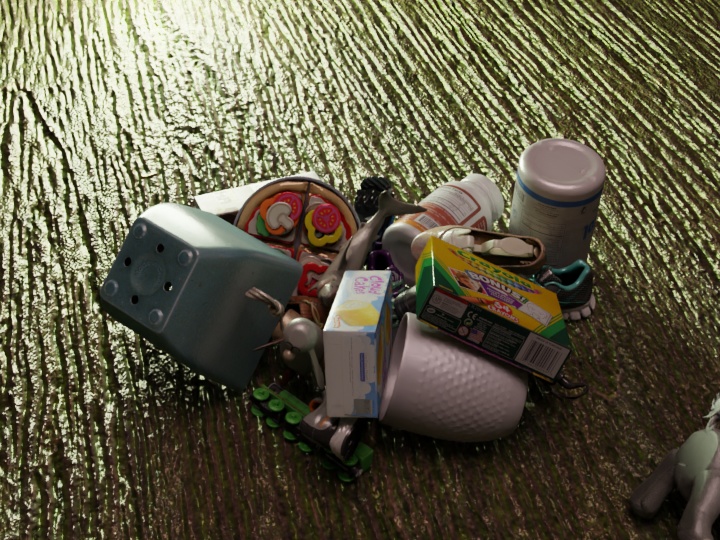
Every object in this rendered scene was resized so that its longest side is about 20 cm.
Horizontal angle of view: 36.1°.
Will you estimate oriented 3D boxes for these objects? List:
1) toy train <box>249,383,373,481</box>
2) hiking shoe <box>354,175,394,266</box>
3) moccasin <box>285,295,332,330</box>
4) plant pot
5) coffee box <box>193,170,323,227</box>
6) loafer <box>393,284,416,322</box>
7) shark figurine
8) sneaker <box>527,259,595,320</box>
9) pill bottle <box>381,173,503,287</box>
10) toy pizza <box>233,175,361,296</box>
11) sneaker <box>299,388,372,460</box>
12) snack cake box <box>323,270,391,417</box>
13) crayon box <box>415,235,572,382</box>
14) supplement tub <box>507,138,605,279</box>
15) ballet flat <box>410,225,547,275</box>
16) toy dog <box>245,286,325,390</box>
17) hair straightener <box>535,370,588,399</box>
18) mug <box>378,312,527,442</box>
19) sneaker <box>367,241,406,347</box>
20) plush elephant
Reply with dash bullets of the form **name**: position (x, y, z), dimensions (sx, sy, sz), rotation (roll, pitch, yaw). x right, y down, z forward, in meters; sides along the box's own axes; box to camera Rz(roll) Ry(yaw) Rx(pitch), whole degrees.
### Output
- **toy train**: position (-0.066, 0.208, 1.461), dimensions (0.198, 0.042, 0.056), rotation (32, 41, 28)
- **hiking shoe**: position (0.009, -0.043, 1.703), dimensions (0.073, 0.087, 0.202), rotation (15, 67, 33)
- **moccasin**: position (-0.074, 0.070, 1.568), dimensions (0.198, 0.075, 0.078), rotation (14, 19, 11)
- **plant pot**: position (-0.232, 0.021, 1.474), dimensions (0.194, 0.200, 0.199), rotation (28, 90, 26)
- **coffee box**: position (-0.144, -0.068, 1.685), dimensions (0.196, 0.115, 0.080), rotation (-14, 32, -16)
- **loafer**: position (0.136, 0.036, 1.590), dimensions (0.198, 0.072, 0.074), rotation (-18, 77, -49)
- **shark figurine**: position (0.005, -0.009, 1.575), dimensions (0.089, 0.128, 0.216), rotation (39, 62, -6)
- **sneaker**: position (0.257, 0.033, 1.619), dimensions (0.197, 0.092, 0.078), rotation (-16, 45, -19)
- **pill bottle**: position (0.132, -0.066, 1.705), dimensions (0.111, 0.114, 0.199), rotation (31, 50, 27)
- **toy pizza**: position (-0.092, -0.035, 1.612), dimensions (0.196, 0.204, 0.032), rotation (0, 11, -2)
- **sneaker**: position (-0.018, 0.170, 1.441), dimensions (0.078, 0.075, 0.200), rotation (18, 23, 12)
- **snack cake box**: position (0.000, 0.089, 1.404), dimensions (0.066, 0.117, 0.201), rotation (0, 21, 7)
- **crayon box**: position (0.171, 0.046, 1.453), dimensions (0.197, 0.059, 0.173), rotation (25, 23, -8)
- **supplement tub**: position (0.290, -0.083, 1.664), dimensions (0.129, 0.202, 0.133), rotation (1, 43, -1)
- **ballet flat**: position (0.171, -0.034, 1.575), dimensions (0.196, 0.067, 0.070), rotation (2, 79, -2)
- **toy dog**: position (-0.088, 0.108, 1.444), dimensions (0.131, 0.200, 0.097), rotation (29, 86, 25)
- **hair straightener**: position (0.235, 0.115, 1.541), dimensions (0.199, 0.077, 0.041), rotation (36, 76, 23)
- **mug**: position (0.128, 0.133, 1.471), dimensions (0.172, 0.149, 0.202), rotation (15, 38, -4)
- **sneaker**: position (0.044, 0.051, 1.594), dimensions (0.073, 0.089, 0.201), rotation (-12, 45, -14)
- **plush elephant**: position (0.455, 0.269, 1.352), dimensions (0.154, 0.164, 0.202), rotation (35, 80, -15)
